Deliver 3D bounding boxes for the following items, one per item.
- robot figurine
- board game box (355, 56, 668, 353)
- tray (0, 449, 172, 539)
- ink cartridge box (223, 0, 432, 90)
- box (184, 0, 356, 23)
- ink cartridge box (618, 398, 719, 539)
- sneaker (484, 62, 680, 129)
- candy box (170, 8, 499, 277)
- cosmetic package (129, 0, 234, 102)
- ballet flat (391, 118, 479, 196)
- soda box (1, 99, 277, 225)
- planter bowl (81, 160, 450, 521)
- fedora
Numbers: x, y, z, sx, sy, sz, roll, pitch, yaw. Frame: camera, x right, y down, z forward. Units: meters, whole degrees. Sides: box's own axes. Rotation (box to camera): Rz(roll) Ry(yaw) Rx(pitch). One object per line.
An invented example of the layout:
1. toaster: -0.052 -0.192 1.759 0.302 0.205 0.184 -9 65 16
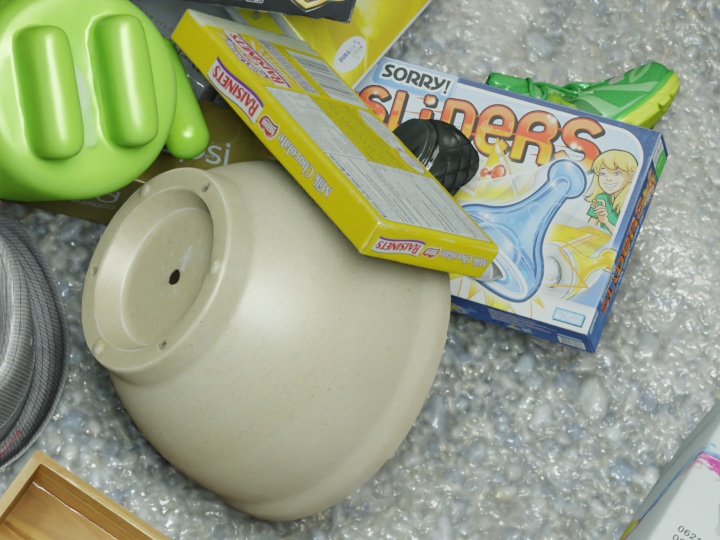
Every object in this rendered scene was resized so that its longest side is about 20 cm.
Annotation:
1. robot figurine: -0.172 -0.096 1.607 0.175 0.200 0.116 -13 96 -23
2. board game box: 0.068 -0.043 1.752 0.199 0.034 0.136 16 72 18
3. tray: -0.127 0.197 1.626 0.200 0.037 0.099 34 59 2
4. ink cartridge box: -0.035 -0.223 1.764 0.200 0.047 0.198 52 45 -13
5. box: -0.102 -0.230 1.658 0.197 0.050 0.201 7 44 -11
6. ink cartridge box: 0.221 0.182 1.679 0.145 0.145 0.200 34 58 3
7. sneaker: 0.116 -0.095 1.832 0.199 0.074 0.084 -24 77 -26
8. candy box: -0.015 -0.070 1.603 0.102 0.026 0.200 9 31 -46
9. cosmetic package: -0.096 -0.190 1.816 0.101 0.071 0.200 32 59 0
10. ballet flat: 0.000 0.000 1.706 0.057 0.200 0.066 29 13 -38
11. soda box: -0.140 -0.068 1.743 0.199 0.064 0.068 14 61 -11
12. planter bowl: -0.068 0.022 1.616 0.134 0.200 0.201 28 53 -38
13. fedora: -0.245 0.020 1.648 0.176 0.090 0.201 6 62 -14
